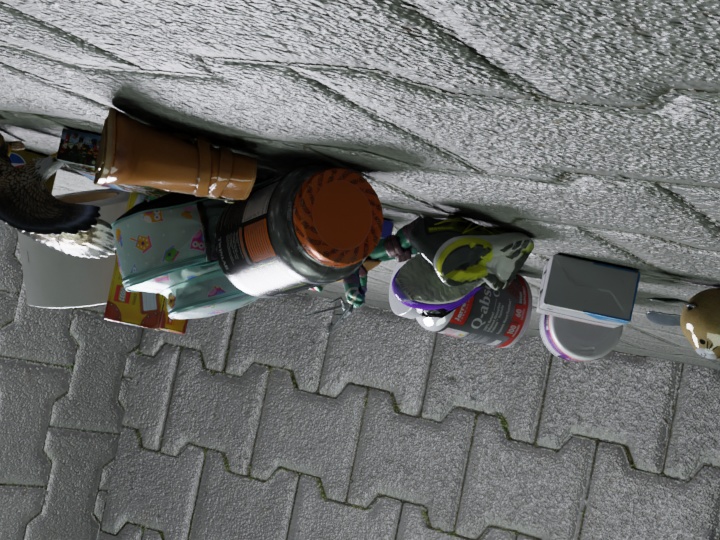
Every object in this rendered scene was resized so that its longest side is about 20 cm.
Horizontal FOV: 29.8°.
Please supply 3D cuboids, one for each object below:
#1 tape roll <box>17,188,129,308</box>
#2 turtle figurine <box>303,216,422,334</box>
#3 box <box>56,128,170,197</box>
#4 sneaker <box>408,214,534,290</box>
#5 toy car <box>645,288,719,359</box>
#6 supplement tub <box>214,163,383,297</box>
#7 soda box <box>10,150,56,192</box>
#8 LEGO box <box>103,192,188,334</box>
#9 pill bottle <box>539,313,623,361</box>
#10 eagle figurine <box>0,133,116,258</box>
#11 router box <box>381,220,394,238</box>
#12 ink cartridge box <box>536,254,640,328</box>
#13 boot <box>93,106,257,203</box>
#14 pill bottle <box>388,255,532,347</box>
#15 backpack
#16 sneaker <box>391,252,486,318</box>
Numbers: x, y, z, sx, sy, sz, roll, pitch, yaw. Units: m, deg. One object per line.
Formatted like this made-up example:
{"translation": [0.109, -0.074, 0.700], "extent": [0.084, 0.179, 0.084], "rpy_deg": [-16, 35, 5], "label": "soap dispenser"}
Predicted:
{"translation": [-0.394, -0.037, 1.965], "extent": [0.200, 0.141, 0.203], "rpy_deg": [-5, -169, 1], "label": "tape roll"}
{"translation": [0.000, 0.000, 1.672], "extent": [0.198, 0.102, 0.150], "rpy_deg": [-25, -176, 9], "label": "turtle figurine"}
{"translation": [-0.269, -0.121, 1.620], "extent": [0.135, 0.038, 0.200], "rpy_deg": [12, 176, 5], "label": "box"}
{"translation": [0.131, -0.032, 1.566], "extent": [0.085, 0.075, 0.199], "rpy_deg": [42, -161, 28], "label": "sneaker"}
{"translation": [0.448, 0.087, 1.689], "extent": [0.198, 0.159, 0.164], "rpy_deg": [23, 166, 15], "label": "toy car"}
{"translation": [-0.064, -0.041, 1.418], "extent": [0.121, 0.124, 0.199], "rpy_deg": [14, 166, -27], "label": "supplement tub"}
{"translation": [-0.517, -0.143, 1.836], "extent": [0.198, 0.069, 0.064], "rpy_deg": [15, 176, -31], "label": "soda box"}
{"translation": [-0.264, -0.023, 1.790], "extent": [0.076, 0.203, 0.149], "rpy_deg": [11, 175, 7], "label": "LEGO box"}
{"translation": [0.334, 0.084, 2.078], "extent": [0.110, 0.113, 0.200], "rpy_deg": [12, 176, 2], "label": "pill bottle"}
{"translation": [-0.401, -0.089, 1.668], "extent": [0.151, 0.201, 0.151], "rpy_deg": [-28, 167, -46], "label": "eagle figurine"}
{"translation": [-0.072, -0.058, 1.806], "extent": [0.197, 0.050, 0.179], "rpy_deg": [13, 176, -11], "label": "router box"}
{"translation": [0.297, 0.031, 1.796], "extent": [0.114, 0.069, 0.200], "rpy_deg": [12, 176, 5], "label": "ink cartridge box"}
{"translation": [-0.180, -0.102, 1.341], "extent": [0.153, 0.078, 0.200], "rpy_deg": [14, 178, -4], "label": "boot"}
{"translation": [0.149, 0.042, 2.027], "extent": [0.198, 0.118, 0.115], "rpy_deg": [14, 175, -27], "label": "pill bottle"}
{"translation": [-0.188, -0.023, 1.581], "extent": [0.197, 0.156, 0.176], "rpy_deg": [-5, 177, -11], "label": "backpack"}
{"translation": [0.091, 0.025, 1.623], "extent": [0.199, 0.070, 0.100], "rpy_deg": [-17, 156, -52], "label": "sneaker"}
